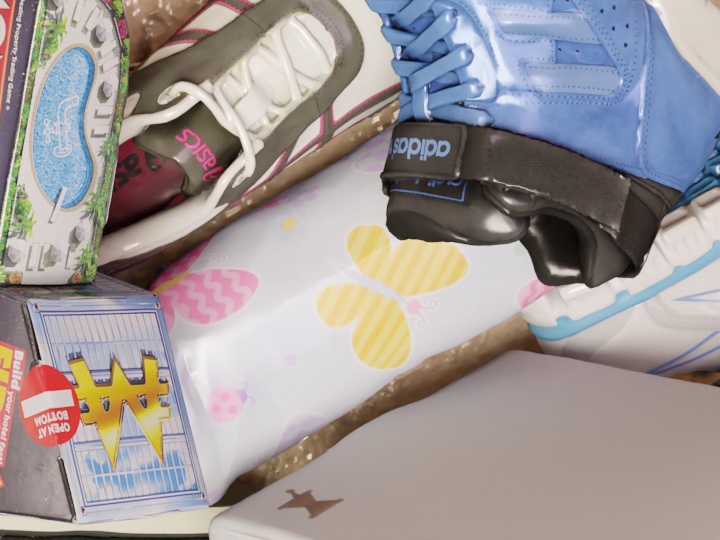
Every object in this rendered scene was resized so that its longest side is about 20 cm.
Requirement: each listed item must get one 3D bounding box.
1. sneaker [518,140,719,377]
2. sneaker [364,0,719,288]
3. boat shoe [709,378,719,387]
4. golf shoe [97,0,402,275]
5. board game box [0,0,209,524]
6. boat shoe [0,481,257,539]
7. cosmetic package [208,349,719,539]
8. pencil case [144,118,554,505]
[{"bbox_3d":[0.154,-0.008,0.885,0.199,0.075,0.087,-26,115,-1],"label":"sneaker"},{"bbox_3d":[0.028,-0.069,0.721,0.199,0.077,0.112,35,76,-30],"label":"sneaker"},{"bbox_3d":[0.128,0.082,0.860,0.200,0.072,0.068,-42,145,22],"label":"boat shoe"},{"bbox_3d":[-0.031,-0.060,0.777,0.200,0.088,0.077,-38,107,12],"label":"golf shoe"},{"bbox_3d":[-0.126,-0.005,0.727,0.061,0.199,0.202,-2,107,-53],"label":"board game box"},{"bbox_3d":[-0.132,0.101,0.814,0.200,0.074,0.064,6,98,-22],"label":"boat shoe"},{"bbox_3d":[0.071,0.156,0.778,0.167,0.166,0.202,-26,118,-44],"label":"cosmetic package"},{"bbox_3d":[0.000,0.000,0.818,0.199,0.091,0.084,-31,105,-5],"label":"pencil case"}]
